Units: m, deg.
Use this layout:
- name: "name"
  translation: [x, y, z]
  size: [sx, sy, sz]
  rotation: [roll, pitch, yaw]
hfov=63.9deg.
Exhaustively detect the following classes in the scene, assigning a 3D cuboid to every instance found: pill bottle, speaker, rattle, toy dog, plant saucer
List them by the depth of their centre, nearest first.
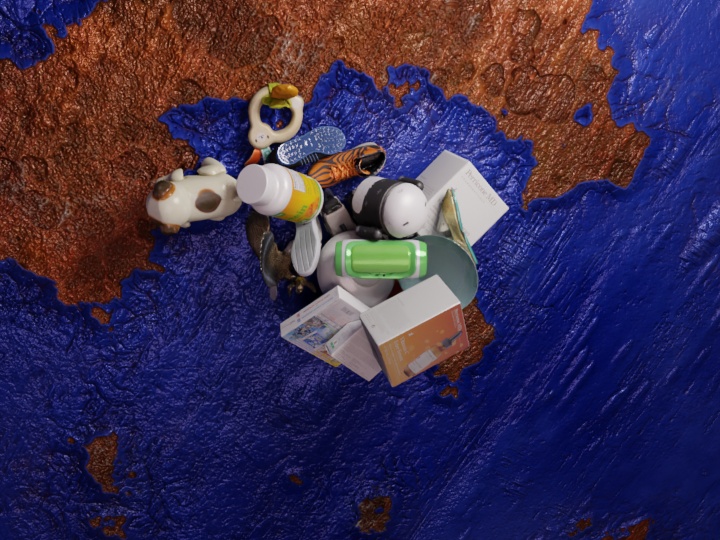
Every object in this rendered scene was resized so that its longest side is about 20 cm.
- name: "toy dog"
  translation: [-0.366, -0.145, 1.246]
  size: [0.199, 0.193, 0.141]
  rotation: [-24, 131, -45]
- name: "pill bottle"
  translation: [-0.177, -0.171, 1.270]
  size: [0.112, 0.111, 0.200]
  rotation: [-59, 154, 12]
- name: "speaker"
  translation: [0.045, -0.025, 1.271]
  size: [0.198, 0.089, 0.089]
  rotation: [0, 111, 2]
- name: "rattle"
  translation: [-0.193, -0.308, 1.281]
  size: [0.130, 0.143, 0.201]
  rotation: [26, 97, -41]
- name: "plant saucer"
  translation: [0.179, 0.003, 1.331]
  size: [0.199, 0.039, 0.203]
  rotation: [14, 123, 23]

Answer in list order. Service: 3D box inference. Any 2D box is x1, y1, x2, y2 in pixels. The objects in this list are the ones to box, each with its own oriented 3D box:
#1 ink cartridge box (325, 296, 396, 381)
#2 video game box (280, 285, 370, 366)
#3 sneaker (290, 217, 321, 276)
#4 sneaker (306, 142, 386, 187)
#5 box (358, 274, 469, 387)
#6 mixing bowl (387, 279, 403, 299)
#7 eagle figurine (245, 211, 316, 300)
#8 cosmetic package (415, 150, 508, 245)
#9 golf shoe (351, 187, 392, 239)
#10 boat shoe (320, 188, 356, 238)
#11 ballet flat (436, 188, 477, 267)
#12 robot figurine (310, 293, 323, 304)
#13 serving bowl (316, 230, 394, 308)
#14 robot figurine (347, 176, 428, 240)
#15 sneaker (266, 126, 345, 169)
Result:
- name: "ink cartridge box"
  translation: [0.040, 0.152, 1.339]
  size: [0.200, 0.050, 0.161]
  rotation: [-44, 132, 5]
- name: "video game box"
  translation: [-0.055, 0.136, 1.350]
  size: [0.182, 0.047, 0.200]
  rotation: [-35, 133, 20]
- name: "sneaker"
  translation: [-0.117, -0.067, 1.364]
  size: [0.072, 0.202, 0.071]
  rotation: [-13, 145, 19]
- name: "sneaker"
  translation: [-0.031, -0.244, 1.352]
  size: [0.199, 0.112, 0.078]
  rotation: [-26, 113, -2]
- name: "box"
  translation: [0.119, 0.132, 1.263]
  size: [0.199, 0.107, 0.153]
  rotation: [-27, 132, -7]
- name: "mixing bowl"
  translation: [0.128, 0.048, 1.476]
  size: [0.199, 0.200, 0.109]
  rotation: [-32, 91, 1]
- name: "eagle figurine"
  translation: [-0.205, -0.032, 1.384]
  size: [0.200, 0.151, 0.152]
  rotation: [39, 56, -38]
- name: "cosmetic package"
  translation: [0.212, -0.156, 1.414]
  size: [0.200, 0.166, 0.167]
  rotation: [-45, 113, 6]
- name: "golf shoe"
  translation: [0.031, -0.122, 1.443]
  size: [0.094, 0.078, 0.202]
  rotation: [-11, 106, 3]
- name: "boat shoe"
  translation: [-0.052, -0.117, 1.427]
  size: [0.074, 0.093, 0.201]
  rotation: [-28, 142, -6]
- name: "ballet flat"
  translation: [0.211, -0.085, 1.318]
  size: [0.070, 0.071, 0.201]
  rotation: [-24, 114, -3]
- name: "robot figurine"
  translation: [-0.047, 0.101, 1.463]
  size: [0.199, 0.175, 0.117]
  rotation: [-24, 103, -29]
- name: "serving bowl"
  translation: [0.000, 0.000, 1.359]
  size: [0.198, 0.066, 0.202]
  rotation: [2, 84, -22]
- name: "robot figurine"
  translation: [0.061, -0.141, 1.294]
  size: [0.124, 0.199, 0.152]
  rotation: [4, 101, -41]
- name: "sneaker"
  translation: [-0.127, -0.281, 1.333]
  size: [0.199, 0.078, 0.071]
  rotation: [-24, 100, -35]
